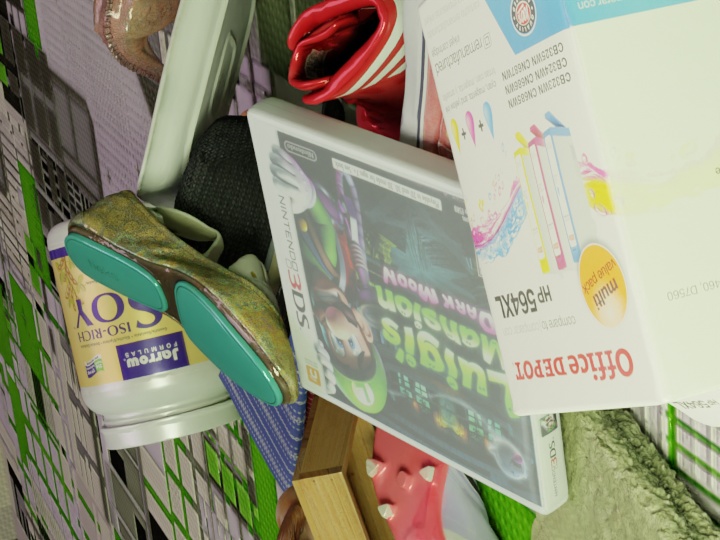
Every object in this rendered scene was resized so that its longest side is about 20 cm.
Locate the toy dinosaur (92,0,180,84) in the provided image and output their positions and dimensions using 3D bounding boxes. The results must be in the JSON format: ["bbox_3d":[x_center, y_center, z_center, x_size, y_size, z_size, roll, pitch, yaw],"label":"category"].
[{"bbox_3d":[-0.160,-0.208,1.221,0.136,0.085,0.201,-48,-39,-70],"label":"toy dinosaur"}]

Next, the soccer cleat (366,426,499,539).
[{"bbox_3d":[0.055,0.155,1.069,0.067,0.076,0.201,-33,50,30],"label":"soccer cleat"}]

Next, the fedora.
[{"bbox_3d":[-0.075,-0.028,1.135,0.201,0.091,0.201,-165,90,-90],"label":"fedora"}]

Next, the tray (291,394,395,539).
[{"bbox_3d":[0.007,0.185,1.118,0.099,0.037,0.201,-77,-28,-61],"label":"tray"}]

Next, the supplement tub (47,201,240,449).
[{"bbox_3d":[-0.185,0.044,1.520,0.145,0.145,0.201,169,88,-70],"label":"supplement tub"}]

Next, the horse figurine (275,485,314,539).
[{"bbox_3d":[-0.025,0.185,1.169,0.200,0.050,0.133,5,-106,-76],"label":"horse figurine"}]

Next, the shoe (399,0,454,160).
[{"bbox_3d":[0.072,-0.069,0.858,0.091,0.071,0.200,43,155,33],"label":"shoe"}]

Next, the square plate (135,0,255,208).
[{"bbox_3d":[-0.106,-0.137,1.194,0.198,0.028,0.201,59,-135,-87],"label":"square plate"}]

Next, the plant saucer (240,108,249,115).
[{"bbox_3d":[-0.065,-0.024,1.318,0.200,0.032,0.201,166,90,-71],"label":"plant saucer"}]

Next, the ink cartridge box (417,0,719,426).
[{"bbox_3d":[0.121,-0.031,0.670,0.128,0.125,0.201,161,96,-70],"label":"ink cartridge box"}]

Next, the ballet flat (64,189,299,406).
[{"bbox_3d":[-0.095,0.007,1.041,0.200,0.071,0.071,32,136,32],"label":"ballet flat"}]

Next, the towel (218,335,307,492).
[{"bbox_3d":[-0.070,0.064,1.323,0.145,0.024,0.200,58,155,36],"label":"towel"}]

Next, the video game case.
[{"bbox_3d":[0.022,0.016,0.907,0.200,0.023,0.182,23,134,44],"label":"video game case"}]

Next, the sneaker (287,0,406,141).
[{"bbox_3d":[0.002,-0.115,0.953,0.200,0.115,0.079,126,129,-63],"label":"sneaker"}]

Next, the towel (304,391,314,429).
[{"bbox_3d":[-0.004,0.168,1.270,0.200,0.023,0.145,34,134,57],"label":"towel"}]

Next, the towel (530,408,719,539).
[{"bbox_3d":[0.142,0.158,0.865,0.200,0.036,0.149,-125,30,-48],"label":"towel"}]
